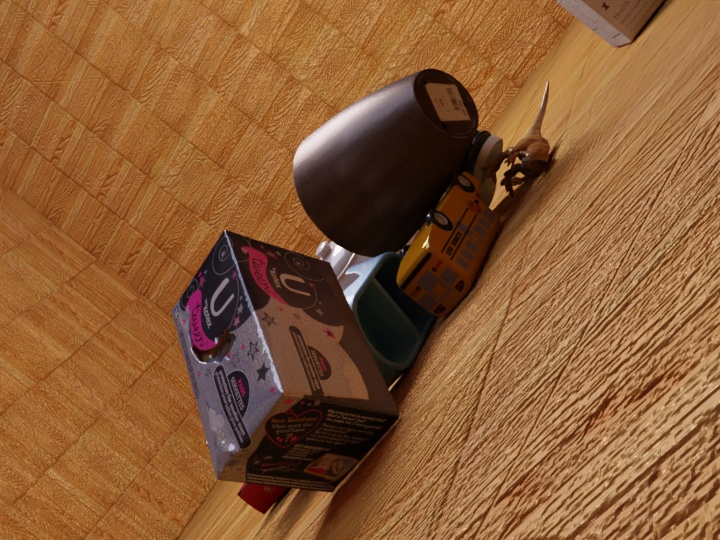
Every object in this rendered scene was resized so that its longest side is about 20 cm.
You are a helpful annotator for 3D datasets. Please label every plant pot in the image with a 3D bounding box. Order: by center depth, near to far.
[{"bbox_3d":[0.046,-0.145,1.084,0.200,0.187,0.187,-40,9,46],"label":"plant pot"}]

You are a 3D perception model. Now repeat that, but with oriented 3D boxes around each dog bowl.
[{"bbox_3d":[0.023,0.050,0.957,0.049,0.112,0.200,-35,10,31],"label":"dog bowl"}]

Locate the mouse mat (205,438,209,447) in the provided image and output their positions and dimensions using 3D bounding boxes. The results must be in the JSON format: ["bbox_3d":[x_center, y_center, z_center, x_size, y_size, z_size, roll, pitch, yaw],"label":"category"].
[{"bbox_3d":[-0.067,0.150,1.032,0.200,0.159,0.008,-54,-40,-57],"label":"mouse mat"}]

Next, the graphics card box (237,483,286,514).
[{"bbox_3d":[-0.085,0.226,1.222,0.126,0.051,0.200,-51,3,22],"label":"graphics card box"}]

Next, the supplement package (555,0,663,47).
[{"bbox_3d":[0.319,-0.426,1.151,0.192,0.199,0.147,-52,1,13],"label":"supplement package"}]

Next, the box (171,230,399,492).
[{"bbox_3d":[-0.074,0.079,0.814,0.115,0.131,0.201,-52,42,25],"label":"box"}]

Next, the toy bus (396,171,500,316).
[{"bbox_3d":[0.101,-0.035,0.996,0.065,0.078,0.200,-53,1,33],"label":"toy bus"}]

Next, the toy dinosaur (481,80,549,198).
[{"bbox_3d":[0.206,-0.145,1.094,0.106,0.060,0.201,-38,18,26],"label":"toy dinosaur"}]

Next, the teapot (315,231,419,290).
[{"bbox_3d":[0.000,0.000,1.345,0.197,0.146,0.201,-37,25,43],"label":"teapot"}]

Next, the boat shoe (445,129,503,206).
[{"bbox_3d":[0.141,-0.117,1.190,0.076,0.060,0.201,-47,-20,-30],"label":"boat shoe"}]
